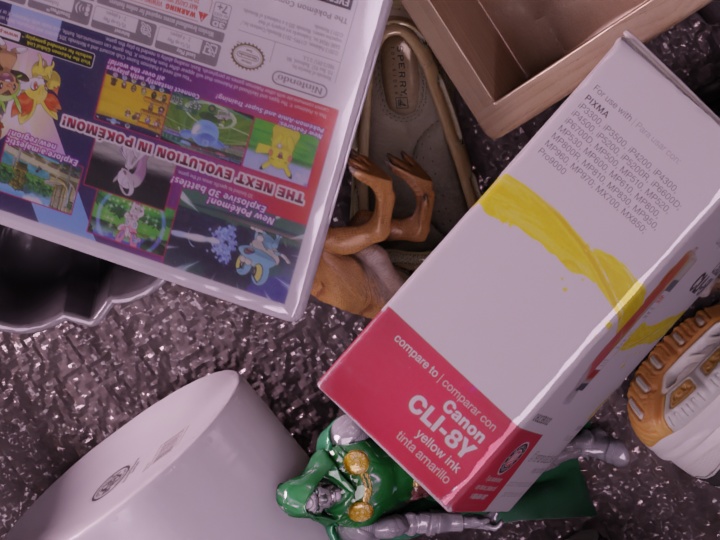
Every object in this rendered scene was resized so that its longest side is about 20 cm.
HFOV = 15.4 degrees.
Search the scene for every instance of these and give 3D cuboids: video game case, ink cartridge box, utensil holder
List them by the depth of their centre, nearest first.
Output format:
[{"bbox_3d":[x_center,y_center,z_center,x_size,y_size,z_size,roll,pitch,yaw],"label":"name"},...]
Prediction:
[{"bbox_3d":[0.089,0.006,1.170,0.083,0.145,0.200,42,95,14],"label":"ink cartridge box"},{"bbox_3d":[-0.096,-0.092,1.232,0.199,0.023,0.183,18,104,8],"label":"video game case"},{"bbox_3d":[-0.065,0.176,1.344,0.170,0.170,0.200,-35,101,13],"label":"utensil holder"}]

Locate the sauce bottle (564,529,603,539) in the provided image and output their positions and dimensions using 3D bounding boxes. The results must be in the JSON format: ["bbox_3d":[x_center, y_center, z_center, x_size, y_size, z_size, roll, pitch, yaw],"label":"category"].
[{"bbox_3d":[0.165,0.224,1.402,0.066,0.066,0.200,-37,103,13],"label":"sauce bottle"}]

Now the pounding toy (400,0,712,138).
[{"bbox_3d":[0.126,-0.178,1.210,0.200,0.142,0.185,-32,92,41],"label":"pounding toy"}]

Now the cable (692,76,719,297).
[{"bbox_3d":[0.198,-0.083,1.259,0.050,0.097,0.200,30,96,-45],"label":"cable"}]

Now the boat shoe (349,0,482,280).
[{"bbox_3d":[0.028,-0.033,1.324,0.073,0.063,0.202,-4,108,4],"label":"boat shoe"}]

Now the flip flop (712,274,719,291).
[{"bbox_3d":[0.174,-0.018,1.314,0.199,0.057,0.082,-12,74,29],"label":"flip flop"}]

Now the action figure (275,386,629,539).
[{"bbox_3d":[0.044,0.092,1.316,0.199,0.055,0.119,-14,102,-32],"label":"action figure"}]

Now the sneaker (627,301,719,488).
[{"bbox_3d":[0.229,0.030,1.342,0.200,0.076,0.088,-42,119,16],"label":"sneaker"}]

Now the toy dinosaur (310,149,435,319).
[{"bbox_3d":[0.000,0.000,1.278,0.199,0.060,0.106,31,110,0],"label":"toy dinosaur"}]

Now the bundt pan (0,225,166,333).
[{"bbox_3d":[-0.162,-0.076,1.310,0.201,0.076,0.203,1,109,2],"label":"bundt pan"}]

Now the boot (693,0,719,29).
[{"bbox_3d":[0.243,-0.149,1.274,0.199,0.069,0.174,-31,105,14],"label":"boot"}]

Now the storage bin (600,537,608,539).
[{"bbox_3d":[0.097,0.246,1.324,0.094,0.135,0.200,36,138,12],"label":"storage bin"}]
